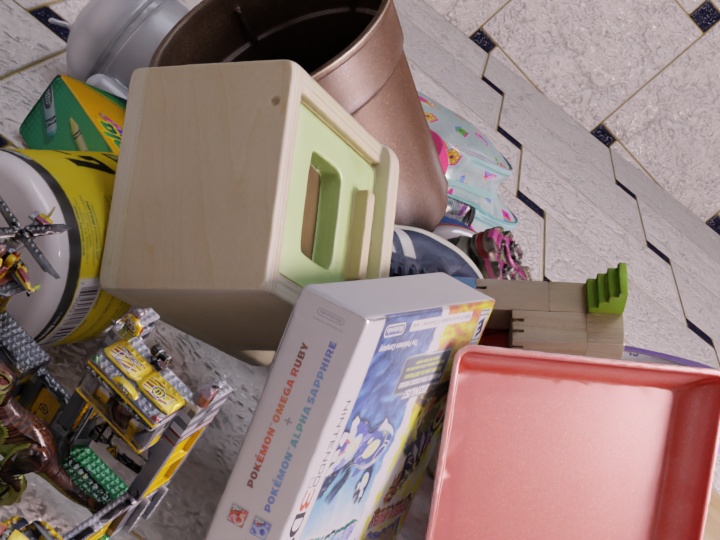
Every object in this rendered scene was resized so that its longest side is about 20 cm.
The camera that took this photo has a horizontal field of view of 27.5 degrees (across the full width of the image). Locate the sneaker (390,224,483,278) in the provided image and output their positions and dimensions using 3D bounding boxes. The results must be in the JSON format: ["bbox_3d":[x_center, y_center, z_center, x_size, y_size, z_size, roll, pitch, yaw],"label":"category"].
[{"bbox_3d":[0.000,0.000,1.047,0.200,0.075,0.085,21,20,-12],"label":"sneaker"}]

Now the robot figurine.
[{"bbox_3d":[-0.167,-0.166,1.248,0.200,0.113,0.170,39,34,-2],"label":"robot figurine"}]

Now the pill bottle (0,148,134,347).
[{"bbox_3d":[-0.171,-0.014,0.866,0.114,0.114,0.200,44,17,14],"label":"pill bottle"}]

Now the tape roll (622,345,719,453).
[{"bbox_3d":[0.227,0.109,1.308,0.200,0.066,0.200,9,7,-1],"label":"tape roll"}]

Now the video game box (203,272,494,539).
[{"bbox_3d":[-0.006,0.094,0.822,0.047,0.183,0.200,28,13,20],"label":"video game box"}]

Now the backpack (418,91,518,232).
[{"bbox_3d":[0.065,-0.087,1.484,0.200,0.153,0.176,33,12,-46],"label":"backpack"}]

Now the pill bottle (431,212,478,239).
[{"bbox_3d":[0.053,0.002,1.268,0.112,0.112,0.200,36,3,-12],"label":"pill bottle"}]

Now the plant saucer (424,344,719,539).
[{"bbox_3d":[0.121,0.148,0.896,0.200,0.200,0.037,7,4,-27],"label":"plant saucer"}]

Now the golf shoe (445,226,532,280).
[{"bbox_3d":[0.104,0.060,1.156,0.200,0.092,0.073,66,26,-21],"label":"golf shoe"}]

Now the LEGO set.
[{"bbox_3d":[-0.158,0.051,0.674,0.200,0.116,0.154,48,35,18],"label":"LEGO set"}]

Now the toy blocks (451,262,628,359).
[{"bbox_3d":[0.108,0.071,1.048,0.136,0.200,0.100,2,53,2],"label":"toy blocks"}]

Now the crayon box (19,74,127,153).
[{"bbox_3d":[-0.155,-0.050,1.080,0.119,0.058,0.200,18,28,-52],"label":"crayon box"}]

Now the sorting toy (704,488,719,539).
[{"bbox_3d":[0.276,0.242,1.234,0.200,0.070,0.199,44,17,15],"label":"sorting toy"}]

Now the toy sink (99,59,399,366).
[{"bbox_3d":[-0.048,-0.024,0.867,0.112,0.131,0.200,0,-17,23],"label":"toy sink"}]

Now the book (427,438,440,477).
[{"bbox_3d":[0.100,0.148,1.155,0.133,0.048,0.200,20,23,-50],"label":"book"}]

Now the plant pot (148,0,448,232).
[{"bbox_3d":[-0.034,-0.111,1.145,0.198,0.200,0.200,63,1,-37],"label":"plant pot"}]

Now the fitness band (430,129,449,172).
[{"bbox_3d":[-0.007,-0.089,1.321,0.200,0.143,0.038,19,-48,51],"label":"fitness band"}]
